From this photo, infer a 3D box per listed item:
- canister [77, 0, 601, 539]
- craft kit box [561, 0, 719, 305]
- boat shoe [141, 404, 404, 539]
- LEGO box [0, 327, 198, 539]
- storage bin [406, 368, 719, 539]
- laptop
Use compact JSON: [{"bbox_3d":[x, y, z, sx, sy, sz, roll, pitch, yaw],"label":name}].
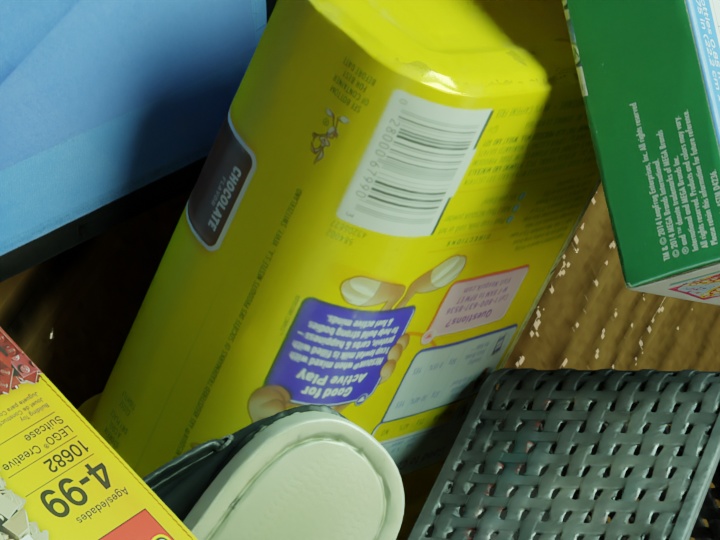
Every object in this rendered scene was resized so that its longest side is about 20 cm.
[{"bbox_3d":[0.000,0.000,0.884,0.148,0.086,0.201,-12,136,-50],"label":"canister"},{"bbox_3d":[0.121,-0.086,0.882,0.197,0.048,0.201,8,67,-56],"label":"craft kit box"},{"bbox_3d":[-0.073,0.113,0.803,0.074,0.066,0.200,41,89,-19],"label":"boat shoe"},{"bbox_3d":[-0.140,0.102,0.673,0.200,0.149,0.077,-33,163,-46],"label":"LEGO box"},{"bbox_3d":[0.070,0.137,0.855,0.200,0.093,0.136,-62,140,-42],"label":"storage bin"},{"bbox_3d":[-0.054,-0.081,0.784,0.177,0.200,0.104,-29,92,-38],"label":"laptop"}]
